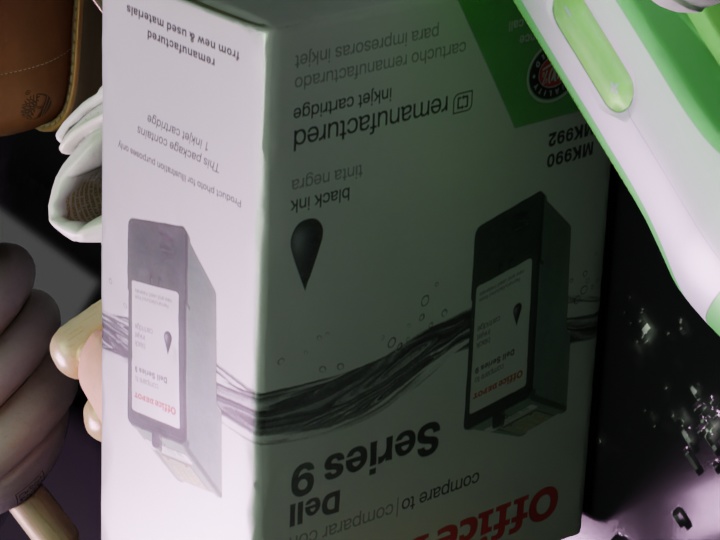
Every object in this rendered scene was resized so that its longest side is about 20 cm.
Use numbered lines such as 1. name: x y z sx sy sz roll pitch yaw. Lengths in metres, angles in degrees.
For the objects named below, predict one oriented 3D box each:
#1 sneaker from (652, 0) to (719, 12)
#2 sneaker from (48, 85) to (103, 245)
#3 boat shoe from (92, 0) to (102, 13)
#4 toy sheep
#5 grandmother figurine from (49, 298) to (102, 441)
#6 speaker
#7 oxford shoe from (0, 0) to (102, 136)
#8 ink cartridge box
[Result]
1. sneaker: 0.114 -0.157 0.634 0.080 0.076 0.201 19 96 30
2. sneaker: -0.070 -0.033 0.915 0.200 0.115 0.074 -36 76 53
3. boat shoe: -0.097 -0.165 0.935 0.200 0.068 0.072 60 180 -8
4. toy sheep: -0.181 0.037 1.077 0.200 0.138 0.138 48 146 -15
5. grandmother figurine: -0.060 0.082 0.931 0.121 0.060 0.200 59 179 -37
6. speaker: 0.087 -0.077 0.721 0.200 0.088 0.088 61 141 18
7. oxford shoe: -0.138 -0.146 1.002 0.071 0.071 0.201 19 115 49
8. ink cartridge box: 0.000 0.000 0.811 0.084 0.146 0.201 25 122 44
